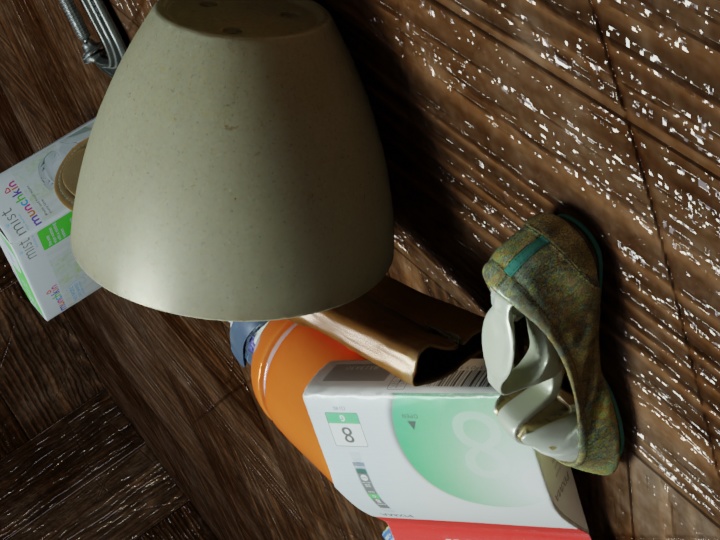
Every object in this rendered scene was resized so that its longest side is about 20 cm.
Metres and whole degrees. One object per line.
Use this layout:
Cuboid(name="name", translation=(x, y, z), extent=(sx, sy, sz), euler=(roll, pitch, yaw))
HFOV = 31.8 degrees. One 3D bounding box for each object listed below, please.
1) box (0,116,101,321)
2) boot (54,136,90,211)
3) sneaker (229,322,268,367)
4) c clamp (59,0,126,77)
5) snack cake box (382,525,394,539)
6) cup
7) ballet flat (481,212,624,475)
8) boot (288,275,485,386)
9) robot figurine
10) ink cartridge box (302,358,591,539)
Cuboid(name="box", translation=(-0.348, -0.061, 1.522), extent=(0.097, 0.175, 0.201), euler=(49, 161, 21))
Cuboid(name="boot", translation=(-0.125, -0.042, 0.979), extent=(0.197, 0.078, 0.155), euler=(2, 160, 26))
Cuboid(name="sneaker", translation=(-0.070, 0.059, 1.125), extent=(0.147, 0.080, 0.200), euler=(56, 169, -11))
Cuboid(name="c clamp", translation=(-0.282, -0.273, 1.227), extent=(0.170, 0.027, 0.202), euler=(3, 123, 64))
Cuboid(name="snack cake box", translation=(0.087, 0.224, 1.010), extent=(0.116, 0.067, 0.200), euler=(53, 163, 13))
Cuboid(name="cup", translation=(-0.072, -0.083, 0.741), extent=(0.200, 0.198, 0.145), euler=(38, 133, 46))
Cuboid(name="ballet flat", translation=(0.098, 0.055, 0.677), extent=(0.071, 0.070, 0.202), euler=(42, 158, 40))
Cuboid(name="boot", translation=(0.000, 0.000, 0.815), extent=(0.198, 0.188, 0.070), euler=(18, 106, 25))
Cuboid(name="robot figurine", translation=(-0.010, 0.094, 0.960), extent=(0.144, 0.117, 0.200), euler=(40, 178, -42))
Cuboid(name="ink cartridge box", translation=(0.064, 0.152, 0.822), extent=(0.159, 0.050, 0.203), euler=(-4, 114, 33))
